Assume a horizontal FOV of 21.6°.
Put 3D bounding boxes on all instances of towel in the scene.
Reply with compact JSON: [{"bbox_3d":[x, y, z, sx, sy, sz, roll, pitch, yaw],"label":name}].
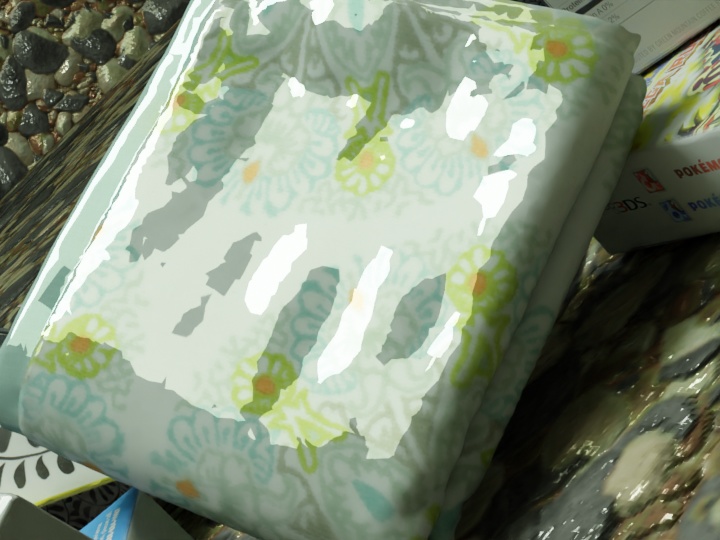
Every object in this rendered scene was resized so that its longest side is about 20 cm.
[{"bbox_3d":[-0.014,-0.011,0.630,0.171,0.048,0.200,17,74,31],"label":"towel"}]

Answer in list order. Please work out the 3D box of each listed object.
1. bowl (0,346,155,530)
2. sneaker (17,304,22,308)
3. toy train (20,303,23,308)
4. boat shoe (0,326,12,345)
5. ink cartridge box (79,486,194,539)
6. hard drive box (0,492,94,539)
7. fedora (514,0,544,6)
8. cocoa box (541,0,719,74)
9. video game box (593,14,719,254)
[{"bbox_3d":[-0.184,0.087,0.830,0.201,0.094,0.201,-26,-9,-4],"label":"bowl"},{"bbox_3d":[-0.157,0.050,1.043,0.075,0.081,0.200,-34,24,39],"label":"sneaker"},{"bbox_3d":[-0.081,-0.018,0.884,0.200,0.042,0.056,-35,40,5],"label":"toy train"},{"bbox_3d":[-0.231,0.071,1.208,0.062,0.075,0.200,-7,-6,-22],"label":"boat shoe"},{"bbox_3d":[-0.130,0.177,0.636,0.200,0.067,0.116,-40,15,14],"label":"ink cartridge box"},{"bbox_3d":[-0.154,0.163,0.525,0.156,0.077,0.200,-2,58,44],"label":"hard drive box"},{"bbox_3d":[0.085,-0.116,0.838,0.201,0.092,0.201,-41,14,12],"label":"fedora"},{"bbox_3d":[0.125,-0.193,0.697,0.133,0.131,0.200,-35,15,42],"label":"cocoa box"},{"bbox_3d":[0.175,-0.097,0.633,0.200,0.047,0.182,-49,12,-21],"label":"video game box"}]
